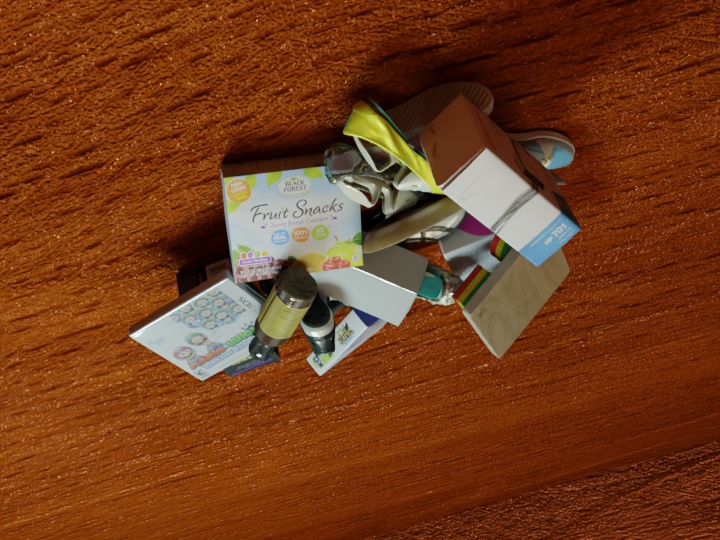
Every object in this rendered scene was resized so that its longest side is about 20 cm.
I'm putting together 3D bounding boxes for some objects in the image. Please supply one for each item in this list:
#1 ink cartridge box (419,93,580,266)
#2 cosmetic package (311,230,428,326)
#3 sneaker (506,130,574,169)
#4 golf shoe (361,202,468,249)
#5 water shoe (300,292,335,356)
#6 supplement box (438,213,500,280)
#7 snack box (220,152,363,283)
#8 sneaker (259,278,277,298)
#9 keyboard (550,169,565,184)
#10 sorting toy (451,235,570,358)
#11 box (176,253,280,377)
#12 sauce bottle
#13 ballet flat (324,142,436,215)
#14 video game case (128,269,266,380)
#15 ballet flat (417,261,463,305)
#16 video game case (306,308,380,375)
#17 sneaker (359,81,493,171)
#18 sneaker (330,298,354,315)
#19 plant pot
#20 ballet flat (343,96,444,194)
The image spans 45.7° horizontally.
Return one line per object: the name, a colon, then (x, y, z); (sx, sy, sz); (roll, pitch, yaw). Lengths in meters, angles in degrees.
ink cartridge box: (0.185, -0.120, 1.143); (0.199, 0.147, 0.086); (34, 116, -31)
cosmetic package: (0.000, 0.000, 1.412); (0.198, 0.082, 0.113); (23, 144, -4)
sneaker: (0.257, -0.148, 1.320); (0.198, 0.132, 0.080); (-3, 145, -18)
golf shoe: (0.085, -0.086, 1.401); (0.199, 0.078, 0.094); (-27, 146, 18)
water shoe: (-0.083, 0.073, 1.468); (0.071, 0.200, 0.080); (-11, 118, -2)
supplement box: (0.201, -0.038, 1.498); (0.103, 0.102, 0.200); (-22, 148, 11)
snack box: (-0.101, -0.081, 1.274); (0.198, 0.068, 0.170); (-8, 116, -12)
sneaker: (-0.137, -0.009, 1.423); (0.071, 0.083, 0.201); (-9, 148, -9)
keyboard: (0.234, -0.151, 1.381); (0.198, 0.056, 0.011); (-2, 125, -19)
sorting toy: (0.245, 0.019, 1.420); (0.199, 0.069, 0.200); (-50, 146, -5)
box: (-0.227, 0.082, 1.492); (0.105, 0.123, 0.200); (-19, 148, 5)
sauce bottle: (-0.126, 0.073, 1.315); (0.064, 0.065, 0.200); (3, 146, -26)
ballet flat: (0.029, -0.117, 1.222); (0.199, 0.073, 0.072); (18, 137, -34)
video game case: (-0.236, 0.093, 1.373); (0.199, 0.024, 0.182); (-29, 138, 17)
ballet flat: (0.117, 0.019, 1.484); (0.063, 0.200, 0.076); (7, 104, -28)
video game case: (0.012, 0.092, 1.585); (0.200, 0.046, 0.181); (-34, 171, -47)
sneaker: (0.104, -0.198, 1.234); (0.198, 0.076, 0.105); (-18, 147, 16)
sneaker: (-0.003, 0.021, 1.524); (0.074, 0.089, 0.200); (21, 132, -42)
plant pot: (0.087, -0.083, 1.272); (0.199, 0.028, 0.200); (-27, -173, 4)
ballet flat: (0.054, -0.151, 1.167); (0.200, 0.067, 0.067); (39, 90, -26)
